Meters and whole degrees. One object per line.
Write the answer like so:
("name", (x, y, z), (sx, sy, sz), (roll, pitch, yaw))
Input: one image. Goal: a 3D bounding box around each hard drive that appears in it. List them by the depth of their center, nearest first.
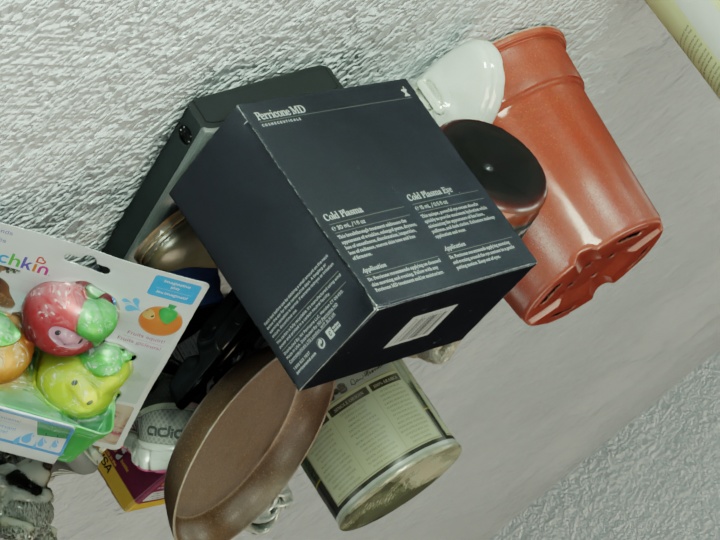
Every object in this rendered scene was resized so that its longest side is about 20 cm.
("hard drive", (-0.109, -0.071, 1.529), (0.139, 0.033, 0.200), (-21, 159, -40))

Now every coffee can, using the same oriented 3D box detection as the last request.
("coffee can", (-0.013, 0.134, 1.982), (0.146, 0.201, 0.147), (-31, 163, -11))

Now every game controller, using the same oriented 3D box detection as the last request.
("game controller", (-0.091, 0.036, 1.624), (0.105, 0.042, 0.200), (-59, 176, 37))

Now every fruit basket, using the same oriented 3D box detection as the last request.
("fruit basket", (-0.228, 0.054, 1.449), (0.184, 0.094, 0.200), (17, 138, -19))

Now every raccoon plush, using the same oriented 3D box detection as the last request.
("raccoon plush", (-0.339, 0.210, 1.677), (0.200, 0.134, 0.097), (-42, 162, 24))

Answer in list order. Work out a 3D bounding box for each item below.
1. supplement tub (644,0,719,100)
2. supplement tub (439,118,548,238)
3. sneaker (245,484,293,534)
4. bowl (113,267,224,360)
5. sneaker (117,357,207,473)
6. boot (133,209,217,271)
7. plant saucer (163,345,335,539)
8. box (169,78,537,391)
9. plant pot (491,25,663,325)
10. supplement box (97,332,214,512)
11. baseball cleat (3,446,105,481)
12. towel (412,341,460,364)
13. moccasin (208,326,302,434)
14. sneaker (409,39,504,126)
("supplement tub", (0.334, -0.219, 1.679), (0.144, 0.201, 0.145), (-31, 163, -10))
("supplement tub", (0.065, -0.020, 1.625), (0.106, 0.107, 0.201), (-19, 150, -42))
("sneaker", (-0.089, 0.194, 1.866), (0.073, 0.071, 0.200), (-31, 165, -14))
("bowl", (-0.199, 0.055, 1.624), (0.200, 0.040, 0.201), (-28, 172, -4))
("sneaker", (-0.169, 0.114, 1.697), (0.073, 0.088, 0.200), (9, -176, -16))
("boot", (-0.075, -0.012, 1.528), (0.199, 0.097, 0.075), (-20, 158, -42))
("plant saucer", (-0.094, 0.136, 1.617), (0.200, 0.034, 0.201), (-43, 153, -29))
("box", (-0.004, -0.031, 1.466), (0.199, 0.183, 0.104), (-13, 154, -49))
("plant pot", (0.149, -0.072, 1.736), (0.200, 0.196, 0.201), (-31, 163, -11))
("supplement box", (-0.147, 0.122, 1.863), (0.200, 0.104, 0.131), (-41, 163, 21))
("baseball cleat", (-0.277, 0.164, 1.735), (0.106, 0.070, 0.200), (-31, 176, -9))
("towel", (0.099, -0.004, 1.916), (0.201, 0.034, 0.132), (-62, -168, -5))
("moccasin", (-0.094, 0.125, 1.729), (0.074, 0.077, 0.203), (-114, -136, -68))
("sneaker", (0.032, -0.115, 1.629), (0.088, 0.076, 0.200), (8, 137, -49))
